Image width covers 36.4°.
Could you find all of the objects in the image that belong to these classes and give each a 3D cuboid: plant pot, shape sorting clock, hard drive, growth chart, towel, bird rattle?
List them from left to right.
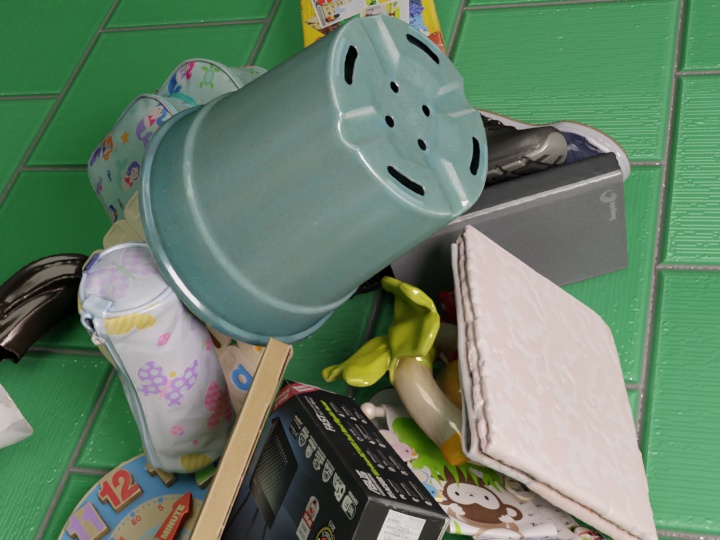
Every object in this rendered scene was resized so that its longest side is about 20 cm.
[{"bbox_3d":[-0.158,0.229,0.879,0.197,0.039,0.202,-10,48,12],"label":"shape sorting clock"},{"bbox_3d":[-0.026,-0.072,0.791,0.195,0.199,0.202,-29,35,42],"label":"plant pot"},{"bbox_3d":[0.072,0.084,0.851,0.113,0.199,0.164,-45,60,23],"label":"bird rattle"},{"bbox_3d":[0.093,0.160,0.811,0.143,0.018,0.200,1,32,-38],"label":"growth chart"},{"bbox_3d":[0.125,-0.023,0.925,0.198,0.140,0.033,-16,55,5],"label":"hard drive"},{"bbox_3d":[0.140,0.086,0.808,0.032,0.190,0.202,-35,38,33],"label":"towel"}]

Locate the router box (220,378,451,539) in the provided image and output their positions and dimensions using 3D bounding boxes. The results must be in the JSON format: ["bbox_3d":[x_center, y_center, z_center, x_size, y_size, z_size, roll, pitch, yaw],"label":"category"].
[{"bbox_3d":[-0.029,0.181,0.739,0.151,0.062,0.200,-68,23,8],"label":"router box"}]

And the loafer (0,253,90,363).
[{"bbox_3d":[-0.336,0.057,1.079,0.199,0.073,0.072,-31,57,-1],"label":"loafer"}]

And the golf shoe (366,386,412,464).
[{"bbox_3d":[0.024,0.163,0.838,0.076,0.089,0.202,-8,47,11],"label":"golf shoe"}]

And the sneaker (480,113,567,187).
[{"bbox_3d":[0.088,-0.105,0.935,0.199,0.075,0.080,-8,81,47],"label":"sneaker"}]

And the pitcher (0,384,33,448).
[{"bbox_3d":[-0.414,0.183,0.972,0.170,0.122,0.200,-4,35,44],"label":"pitcher"}]

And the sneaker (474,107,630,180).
[{"bbox_3d":[0.144,-0.087,1.022,0.198,0.071,0.109,17,54,38],"label":"sneaker"}]

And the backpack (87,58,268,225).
[{"bbox_3d":[-0.142,-0.092,1.009,0.200,0.150,0.179,-41,68,26],"label":"backpack"}]

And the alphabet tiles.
[{"bbox_3d":[-0.151,0.034,0.951,0.196,0.200,0.015,46,29,7],"label":"alphabet tiles"}]

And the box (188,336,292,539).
[{"bbox_3d":[-0.104,0.169,0.794,0.021,0.164,0.202,22,56,-3],"label":"box"}]

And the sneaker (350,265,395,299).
[{"bbox_3d":[0.000,0.000,0.992,0.198,0.074,0.082,-13,31,22],"label":"sneaker"}]

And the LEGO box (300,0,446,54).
[{"bbox_3d":[0.015,-0.261,1.214,0.147,0.078,0.202,-15,47,7],"label":"LEGO box"}]

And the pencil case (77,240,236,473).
[{"bbox_3d":[-0.156,0.072,0.863,0.082,0.201,0.091,8,47,20],"label":"pencil case"}]
